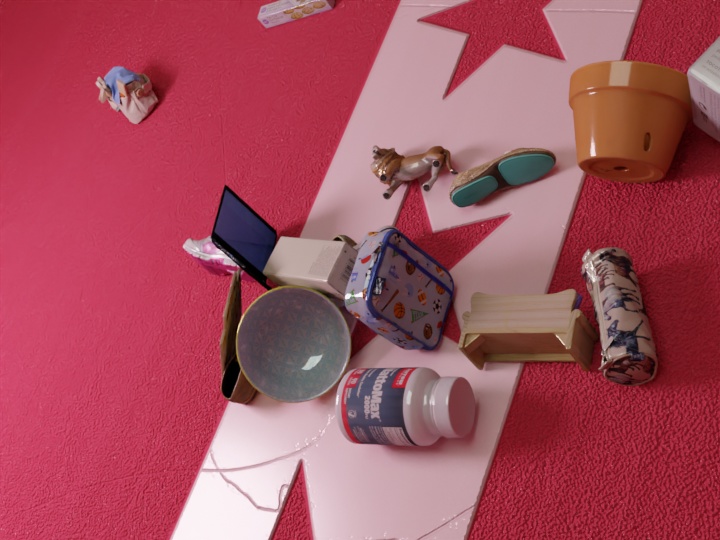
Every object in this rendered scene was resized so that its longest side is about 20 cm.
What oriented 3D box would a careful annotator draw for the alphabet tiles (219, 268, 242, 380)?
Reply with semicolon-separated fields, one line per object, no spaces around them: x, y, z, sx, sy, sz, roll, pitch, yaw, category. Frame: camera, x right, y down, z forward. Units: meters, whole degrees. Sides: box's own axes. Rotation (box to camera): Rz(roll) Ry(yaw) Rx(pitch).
-0.233;0.103;1.802;0.006;0.201;0.168;8;50;1;alphabet tiles

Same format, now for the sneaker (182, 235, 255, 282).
-0.270;-0.041;2.003;0.198;0.081;0.089;13;68;32;sneaker

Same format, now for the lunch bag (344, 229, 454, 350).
0.066;0.028;1.618;0.075;0.199;0.162;-1;61;45;lunch bag

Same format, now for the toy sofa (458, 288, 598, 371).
0.255;0.093;1.517;0.198;0.083;0.099;-4;58;35;toy sofa

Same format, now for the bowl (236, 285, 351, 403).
-0.116;0.118;1.734;0.200;0.200;0.108;-43;9;4;bowl

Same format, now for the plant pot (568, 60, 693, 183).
0.417;-0.222;1.551;0.198;0.199;0.142;4;80;37;plant pot

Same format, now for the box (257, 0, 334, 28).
-0.149;-0.611;2.317;0.198;0.041;0.039;-6;57;32;box

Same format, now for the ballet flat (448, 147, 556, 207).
0.241;-0.174;1.723;0.198;0.071;0.066;-20;37;20;ballet flat

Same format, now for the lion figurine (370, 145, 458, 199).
0.101;-0.193;1.831;0.197;0.073;0.123;-3;31;26;lion figurine

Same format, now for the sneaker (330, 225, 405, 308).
0.000;0.000;1.754;0.200;0.076;0.081;-44;20;3;sneaker

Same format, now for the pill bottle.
0.071;0.211;1.549;0.198;0.120;0.121;-5;58;33;pill bottle

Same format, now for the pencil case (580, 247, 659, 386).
0.372;0.063;1.446;0.078;0.089;0.202;-41;41;40;pencil case

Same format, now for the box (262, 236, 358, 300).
-0.080;-0.005;1.734;0.199;0.068;0.083;8;66;52;box

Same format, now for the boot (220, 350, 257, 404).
-0.192;0.143;1.787;0.073;0.075;0.203;20;87;20;boot

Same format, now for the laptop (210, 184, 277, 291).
-0.185;-0.039;1.864;0.104;0.177;0.199;-51;45;-4;laptop

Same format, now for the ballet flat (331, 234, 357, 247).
-0.069;0.023;1.814;0.070;0.071;0.202;16;72;41;ballet flat

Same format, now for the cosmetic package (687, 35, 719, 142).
0.602;-0.274;1.427;0.200;0.167;0.166;-46;61;0;cosmetic package

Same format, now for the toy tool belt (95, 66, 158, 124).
-0.596;-0.459;2.484;0.125;0.123;0.199;-51;45;-5;toy tool belt
